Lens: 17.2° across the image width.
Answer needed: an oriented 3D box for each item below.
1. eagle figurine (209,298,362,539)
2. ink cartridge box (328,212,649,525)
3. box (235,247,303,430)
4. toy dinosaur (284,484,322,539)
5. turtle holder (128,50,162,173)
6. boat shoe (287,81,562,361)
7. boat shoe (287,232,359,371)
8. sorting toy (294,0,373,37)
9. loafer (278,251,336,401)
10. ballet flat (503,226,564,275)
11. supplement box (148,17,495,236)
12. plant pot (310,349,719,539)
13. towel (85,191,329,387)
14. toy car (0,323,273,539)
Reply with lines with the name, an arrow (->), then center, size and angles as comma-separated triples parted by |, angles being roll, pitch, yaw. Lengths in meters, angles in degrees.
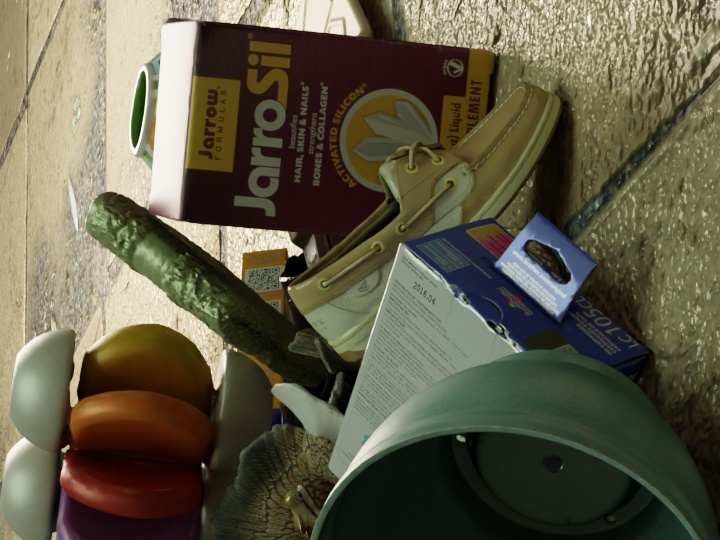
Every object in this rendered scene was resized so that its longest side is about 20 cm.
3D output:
eagle figurine -> -0.006, 0.139, 1.524 | 0.152, 0.151, 0.200 | -131, 54, -70
ink cartridge box -> 0.071, 0.067, 1.310 | 0.136, 0.076, 0.200 | 43, 133, 33
box -> -0.064, 0.092, 1.755 | 0.200, 0.041, 0.119 | -87, -10, -50
toy dinosaur -> 0.051, 0.178, 1.413 | 0.101, 0.200, 0.058 | -51, -17, -11
turtle holder -> -0.103, -0.124, 1.786 | 0.186, 0.131, 0.141 | -98, 19, -45
boat shoe -> 0.037, -0.039, 1.399 | 0.200, 0.066, 0.074 | -50, 11, -4
boat shoe -> 0.000, 0.000, 1.642 | 0.072, 0.068, 0.200 | 163, 89, -77
sorting toy -> -0.026, -0.141, 1.835 | 0.200, 0.036, 0.185 | -104, 25, -56
loafer -> -0.027, 0.015, 1.723 | 0.073, 0.071, 0.201 | -150, 65, -71
ballet flat -> 0.056, 0.021, 1.445 | 0.071, 0.065, 0.200 | 50, 158, 0
supplement box -> -0.026, -0.089, 1.536 | 0.103, 0.199, 0.131 | -162, 77, -73
plant pot -> 0.087, 0.123, 1.179 | 0.134, 0.200, 0.201 | -65, -7, -56
towel -> -0.100, 0.017, 1.616 | 0.037, 0.148, 0.200 | -51, -23, 0
toy car -> -0.152, 0.141, 1.595 | 0.150, 0.175, 0.200 | -94, 12, -52
